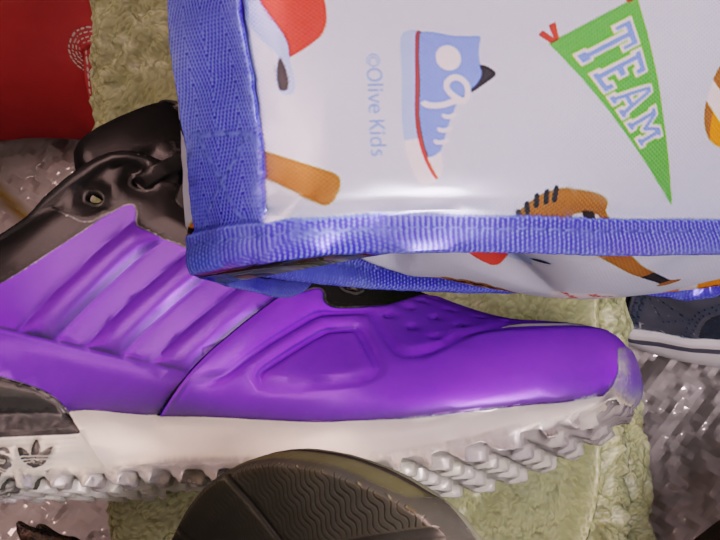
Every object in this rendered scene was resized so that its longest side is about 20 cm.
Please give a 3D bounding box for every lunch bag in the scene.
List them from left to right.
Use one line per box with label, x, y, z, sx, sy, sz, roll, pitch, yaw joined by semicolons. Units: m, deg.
lunch bag;0.037;-0.078;0.647;0.124;0.200;0.170;-9;83;48

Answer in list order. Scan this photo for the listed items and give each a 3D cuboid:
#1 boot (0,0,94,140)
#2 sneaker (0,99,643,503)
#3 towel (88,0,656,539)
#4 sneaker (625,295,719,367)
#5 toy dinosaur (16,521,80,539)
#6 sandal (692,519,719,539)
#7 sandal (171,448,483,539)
boot;-0.051;-0.032;0.848;0.200;0.072;0.144;-10;61;18
sneaker;-0.032;0.006;0.727;0.200;0.070;0.100;-2;80;12
towel;0.000;0.000;0.770;0.148;0.036;0.200;-4;92;16
sneaker;0.131;-0.021;0.748;0.200;0.079;0.078;1;63;27
toy dinosaur;-0.156;0.114;0.798;0.200;0.086;0.136;23;93;16
sandal;0.061;0.123;0.702;0.212;0.078;0.070;-34;87;-13
sandal;-0.010;0.087;0.701;0.057;0.201;0.080;-18;80;-25
